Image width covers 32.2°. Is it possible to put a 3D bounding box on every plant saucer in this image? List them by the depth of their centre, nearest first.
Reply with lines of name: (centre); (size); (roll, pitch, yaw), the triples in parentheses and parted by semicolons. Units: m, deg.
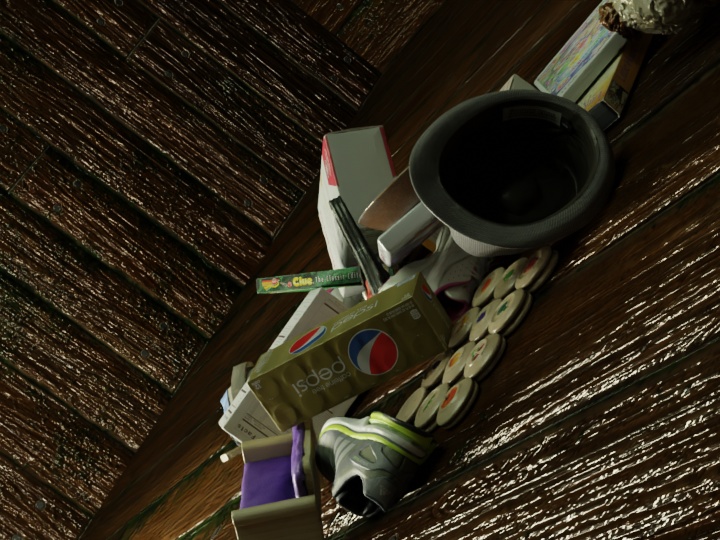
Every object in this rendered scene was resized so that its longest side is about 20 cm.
plant saucer: (0.084, -0.102, 1.309); (0.200, 0.035, 0.200); (-39, -5, -4)

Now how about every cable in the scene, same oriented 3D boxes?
cable: (0.000, 0.000, 1.398); (0.050, 0.201, 0.097); (-33, -20, 3)

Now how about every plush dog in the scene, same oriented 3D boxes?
plush dog: (0.298, -0.308, 1.194); (0.200, 0.160, 0.173); (-19, 57, 52)

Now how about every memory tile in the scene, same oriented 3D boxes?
memory tile: (0.106, 0.067, 1.172); (0.200, 0.017, 0.153); (-57, 9, -19)

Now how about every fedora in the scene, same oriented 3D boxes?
fedora: (0.140, -0.076, 1.165); (0.200, 0.177, 0.091); (-44, -24, -26)

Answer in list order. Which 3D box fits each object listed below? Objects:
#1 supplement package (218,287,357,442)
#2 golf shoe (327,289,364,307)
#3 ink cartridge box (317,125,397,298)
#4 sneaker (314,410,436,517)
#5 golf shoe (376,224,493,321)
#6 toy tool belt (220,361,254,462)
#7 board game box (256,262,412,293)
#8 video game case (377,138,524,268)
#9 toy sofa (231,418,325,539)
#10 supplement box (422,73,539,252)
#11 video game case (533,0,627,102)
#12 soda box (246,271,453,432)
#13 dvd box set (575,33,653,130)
supplement package: (-0.067, 0.134, 1.486); (0.200, 0.114, 0.110); (-54, 5, -8)
golf shoe: (-0.012, 0.027, 1.752); (0.092, 0.073, 0.200); (-48, 10, 23)
ink cartridge box: (0.000, -0.075, 1.635); (0.200, 0.085, 0.148); (96, 161, -67)
sneaker: (-0.003, 0.181, 1.136); (0.081, 0.074, 0.200); (-61, 9, -21)
golf shoe: (0.107, 0.000, 1.307); (0.200, 0.075, 0.091); (-47, 40, -8)
toy tool belt: (-0.142, 0.189, 1.653); (0.123, 0.125, 0.200); (-45, 8, -2)
board game box: (-0.018, 0.009, 1.526); (0.199, 0.024, 0.105); (-6, -1, 32)
video game case: (0.100, -0.079, 1.316); (0.200, 0.023, 0.182); (-39, -5, -2)
toy sofa: (-0.081, 0.211, 1.241); (0.082, 0.098, 0.200); (-11, 12, 0)
supplement box: (0.146, -0.123, 1.503); (0.200, 0.073, 0.126); (-49, 10, 34)
video game case: (0.257, -0.249, 1.404); (0.143, 0.018, 0.200); (-49, 9, 13)
soda box: (-0.011, 0.082, 1.243); (0.199, 0.068, 0.064); (-28, 16, 20)
dvd box set: (0.252, -0.194, 1.368); (0.146, 0.029, 0.200); (-43, 13, 46)
